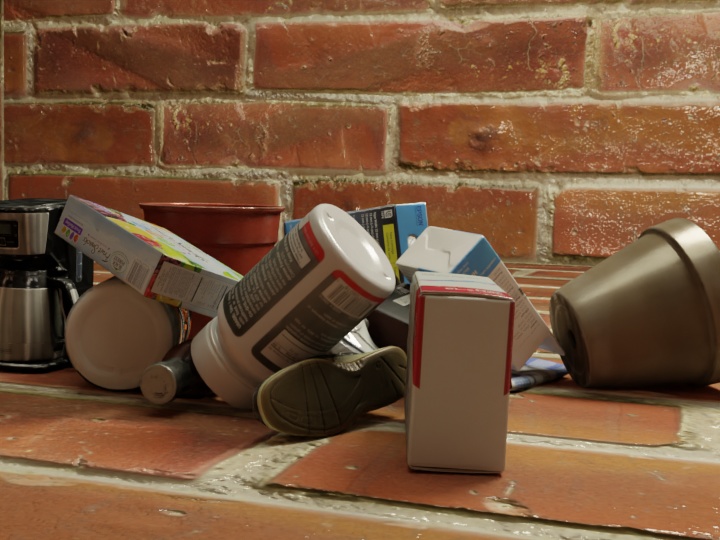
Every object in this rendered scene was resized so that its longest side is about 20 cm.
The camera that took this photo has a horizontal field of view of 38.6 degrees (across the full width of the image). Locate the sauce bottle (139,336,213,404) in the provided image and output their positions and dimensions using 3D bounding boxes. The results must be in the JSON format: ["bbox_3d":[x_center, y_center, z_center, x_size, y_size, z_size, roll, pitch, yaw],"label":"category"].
[{"bbox_3d":[-0.173,0.104,1.096,0.065,0.067,0.200,3,7,15],"label":"sauce bottle"}]

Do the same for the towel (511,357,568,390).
[{"bbox_3d":[0.147,0.120,1.243,0.146,0.024,0.199,7,7,39],"label":"towel"}]

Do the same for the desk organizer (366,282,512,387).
[{"bbox_3d":[0.080,0.080,1.149,0.071,0.078,0.199,-20,21,-26],"label":"desk organizer"}]

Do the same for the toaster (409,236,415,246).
[{"bbox_3d":[0.033,0.016,1.513,0.128,0.202,0.114,9,46,23],"label":"toaster"}]

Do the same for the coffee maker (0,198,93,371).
[{"bbox_3d":[-0.398,0.011,1.290,0.133,0.203,0.192,2,5,-3],"label":"coffee maker"}]

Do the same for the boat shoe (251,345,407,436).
[{"bbox_3d":[-0.033,0.118,0.991,0.064,0.074,0.199,-14,-6,43],"label":"boat shoe"}]

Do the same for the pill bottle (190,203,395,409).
[{"bbox_3d":[-0.070,0.039,1.028,0.200,0.114,0.114,-42,-11,18],"label":"pill bottle"}]

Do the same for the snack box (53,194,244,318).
[{"bbox_3d":[-0.222,-0.012,1.118,0.199,0.053,0.142,28,3,42],"label":"snack box"}]

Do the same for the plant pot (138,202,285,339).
[{"bbox_3d":[-0.204,0.009,1.408,0.198,0.198,0.201,2,4,0],"label":"plant pot"}]

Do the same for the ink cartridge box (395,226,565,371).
[{"bbox_3d":[0.143,0.046,1.218,0.067,0.201,0.115,-46,26,-16],"label":"ink cartridge box"}]

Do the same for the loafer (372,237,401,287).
[{"bbox_3d":[0.000,0.000,1.229,0.076,0.068,0.201,-30,-29,-10],"label":"loafer"}]

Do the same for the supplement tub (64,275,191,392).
[{"bbox_3d":[-0.261,0.063,1.189,0.121,0.124,0.200,1,5,-4],"label":"supplement tub"}]

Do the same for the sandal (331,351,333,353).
[{"bbox_3d":[0.022,0.083,1.331,0.078,0.060,0.206,-3,-1,-21],"label":"sandal"}]

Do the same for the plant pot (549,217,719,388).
[{"bbox_3d":[0.324,0.058,1.214,0.171,0.203,0.200,-16,7,-7],"label":"plant pot"}]

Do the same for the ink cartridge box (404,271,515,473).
[{"bbox_3d":[0.084,0.082,0.925,0.082,0.148,0.200,3,5,2],"label":"ink cartridge box"}]

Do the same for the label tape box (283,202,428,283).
[{"bbox_3d":[0.001,-0.006,1.406,0.197,0.145,0.066,-8,-15,6],"label":"label tape box"}]

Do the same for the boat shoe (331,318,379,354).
[{"bbox_3d":[-0.025,0.053,1.158,0.199,0.067,0.074,37,-3,3],"label":"boat shoe"}]
